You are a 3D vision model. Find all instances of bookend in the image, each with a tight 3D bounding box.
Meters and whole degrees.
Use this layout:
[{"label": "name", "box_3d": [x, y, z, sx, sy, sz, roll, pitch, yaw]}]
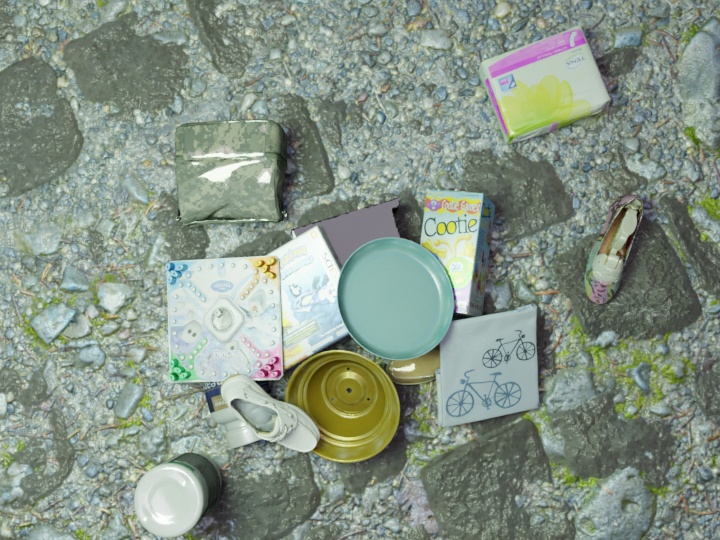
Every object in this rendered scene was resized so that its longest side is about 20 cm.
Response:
[{"label": "bookend", "box_3d": [0.000, 0.000, 1.448, 0.197, 0.092, 0.202, -17, 87, -1]}]

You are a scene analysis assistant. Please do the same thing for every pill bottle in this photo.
[{"label": "pill bottle", "box_3d": [-0.294, 0.364, 1.370, 0.111, 0.200, 0.115, 0, 85, 2]}, {"label": "pill bottle", "box_3d": [-0.216, 0.196, 1.427, 0.109, 0.111, 0.203, -17, 85, 0]}]

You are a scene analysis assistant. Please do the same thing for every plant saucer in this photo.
[{"label": "plant saucer", "box_3d": [0.055, 0.047, 1.343, 0.197, 0.027, 0.204, 4, 74, -14]}]

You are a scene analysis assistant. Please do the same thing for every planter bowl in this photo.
[{"label": "planter bowl", "box_3d": [-0.025, 0.219, 1.422, 0.197, 0.084, 0.204, 2, 104, 9]}]

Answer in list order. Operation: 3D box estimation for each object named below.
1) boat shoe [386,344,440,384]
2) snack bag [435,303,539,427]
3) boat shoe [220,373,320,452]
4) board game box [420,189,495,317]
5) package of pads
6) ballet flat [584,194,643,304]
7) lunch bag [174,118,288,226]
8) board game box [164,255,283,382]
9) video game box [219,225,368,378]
[{"label": "boat shoe", "box_3d": [0.140, 0.148, 1.439, 0.197, 0.076, 0.073, -19, 85, 0]}, {"label": "snack bag", "box_3d": [0.215, 0.162, 1.410, 0.185, 0.021, 0.203, -9, 109, -11]}, {"label": "boat shoe", "box_3d": [-0.145, 0.248, 1.344, 0.199, 0.070, 0.071, 37, 104, -25]}, {"label": "board game box", "box_3d": [0.162, -0.027, 1.428, 0.101, 0.105, 0.204, 6, 85, 22]}, {"label": "package of pads", "box_3d": [0.329, -0.327, 1.478, 0.197, 0.068, 0.157, -21, 85, 0]}, {"label": "ballet flat", "box_3d": [0.446, -0.041, 1.450, 0.068, 0.071, 0.203, 21, 86, 2]}, {"label": "lunch bag", "box_3d": [-0.225, -0.164, 1.443, 0.196, 0.139, 0.171, -1, 85, 2]}, {"label": "board game box", "box_3d": [-0.228, 0.081, 1.364, 0.196, 0.026, 0.204, -3, 87, 10]}, {"label": "video game box", "box_3d": [-0.109, 0.053, 1.379, 0.198, 0.047, 0.184, -30, 83, 9]}]
